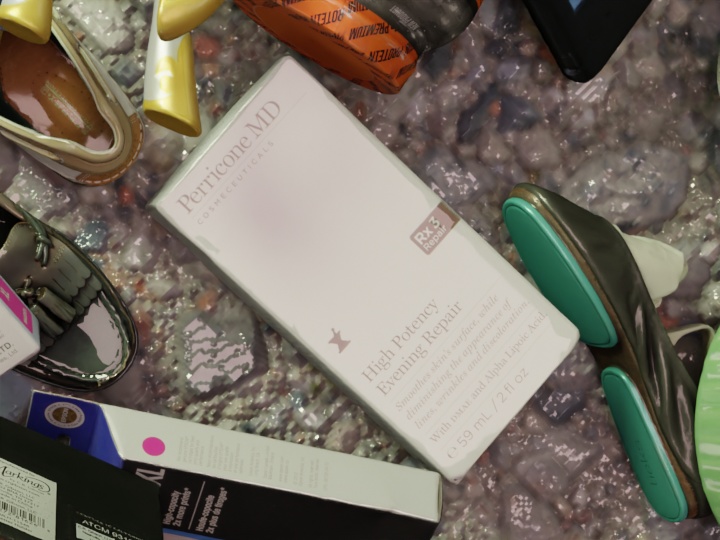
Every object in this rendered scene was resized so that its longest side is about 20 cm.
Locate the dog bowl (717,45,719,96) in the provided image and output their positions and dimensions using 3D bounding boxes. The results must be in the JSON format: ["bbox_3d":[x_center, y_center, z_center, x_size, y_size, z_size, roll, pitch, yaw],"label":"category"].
[{"bbox_3d":[0.249,-0.153,0.879,0.078,0.200,0.201,21,87,-5],"label":"dog bowl"}]

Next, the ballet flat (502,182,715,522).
[{"bbox_3d":[0.141,0.032,0.935,0.068,0.068,0.201,-32,105,-17],"label":"ballet flat"}]

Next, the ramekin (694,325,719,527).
[{"bbox_3d":[0.262,0.077,0.909,0.199,0.098,0.201,1,89,-28],"label":"ramekin"}]

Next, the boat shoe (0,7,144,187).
[{"bbox_3d":[-0.183,-0.119,0.875,0.200,0.068,0.075,38,85,-7],"label":"boat shoe"}]

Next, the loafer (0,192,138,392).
[{"bbox_3d":[-0.189,-0.012,0.877,0.200,0.063,0.072,42,84,-7],"label":"loafer"}]

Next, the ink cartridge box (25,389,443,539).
[{"bbox_3d":[-0.068,0.117,0.885,0.199,0.095,0.037,14,44,-7],"label":"ink cartridge box"}]

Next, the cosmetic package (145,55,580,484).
[{"bbox_3d":[0.000,0.000,0.904,0.200,0.074,0.102,42,83,-8],"label":"cosmetic package"}]

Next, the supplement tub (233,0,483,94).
[{"bbox_3d":[0.027,-0.194,0.882,0.122,0.122,0.201,31,85,-8],"label":"supplement tub"}]

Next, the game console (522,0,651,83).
[{"bbox_3d":[0.125,-0.204,0.873,0.031,0.200,0.177,26,78,32],"label":"game console"}]

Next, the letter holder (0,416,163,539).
[{"bbox_3d":[-0.203,0.134,0.786,0.199,0.101,0.143,27,107,-20],"label":"letter holder"}]

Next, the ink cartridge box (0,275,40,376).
[{"bbox_3d":[-0.249,-0.009,0.819,0.119,0.042,0.200,-34,118,5],"label":"ink cartridge box"}]

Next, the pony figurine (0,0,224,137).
[{"bbox_3d":[-0.110,-0.184,0.814,0.192,0.167,0.201,22,76,8],"label":"pony figurine"}]
